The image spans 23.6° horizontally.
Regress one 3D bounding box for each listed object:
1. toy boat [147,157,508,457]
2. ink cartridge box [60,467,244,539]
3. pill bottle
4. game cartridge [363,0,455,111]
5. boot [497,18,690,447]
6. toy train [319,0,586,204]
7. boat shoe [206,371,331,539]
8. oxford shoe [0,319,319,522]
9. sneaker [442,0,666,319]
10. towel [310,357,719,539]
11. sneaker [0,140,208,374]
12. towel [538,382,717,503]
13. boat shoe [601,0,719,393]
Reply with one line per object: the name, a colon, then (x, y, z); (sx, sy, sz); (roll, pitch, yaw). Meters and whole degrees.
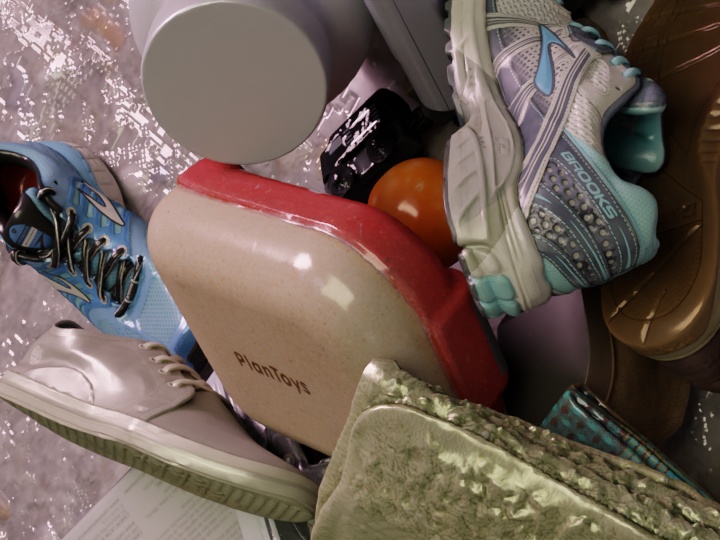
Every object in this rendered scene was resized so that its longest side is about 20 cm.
toy boat: (0.000, 0.000, 0.754); (0.131, 0.131, 0.199); (-41, 34, -24)
ink cartridge box: (-0.073, 0.197, 0.868); (0.160, 0.047, 0.201); (-44, 76, 22)
pill bottle: (-0.046, -0.138, 0.795); (0.112, 0.112, 0.201); (-33, 28, 27)
game cartridge: (0.016, -0.189, 0.776); (0.040, 0.134, 0.202); (-10, 62, 11)
boot: (0.103, -0.014, 0.755); (0.073, 0.075, 0.202); (-27, 52, 46)
toy train: (0.052, -0.102, 0.822); (0.200, 0.034, 0.046); (-41, 50, 25)
boat shoe: (-0.015, 0.109, 0.809); (0.071, 0.072, 0.201); (-47, 57, 25)
oxford shoe: (-0.093, 0.066, 0.805); (0.199, 0.075, 0.058); (18, 71, 40)
sneaker: (0.083, -0.062, 0.704); (0.085, 0.078, 0.201); (-10, 45, 12)
towel: (0.070, 0.130, 0.650); (0.198, 0.036, 0.150); (23, 121, 15)
sneaker: (-0.149, -0.006, 0.916); (0.199, 0.090, 0.079); (36, 104, 33)
towel: (0.121, 0.159, 0.678); (0.200, 0.022, 0.147); (41, 121, 13)
boat shoe: (0.151, -0.045, 0.718); (0.072, 0.072, 0.202); (-16, 52, 41)
